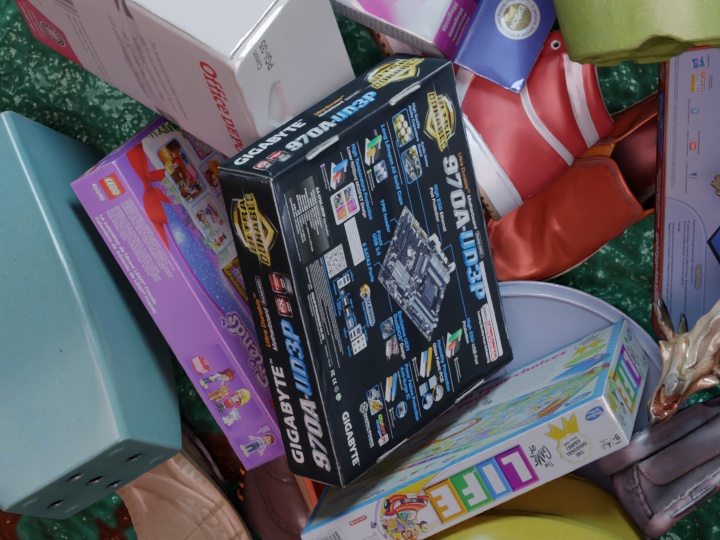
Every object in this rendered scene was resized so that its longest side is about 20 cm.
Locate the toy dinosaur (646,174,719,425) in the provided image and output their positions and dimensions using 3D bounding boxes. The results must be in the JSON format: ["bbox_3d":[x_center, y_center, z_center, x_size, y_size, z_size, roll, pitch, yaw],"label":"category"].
[{"bbox_3d":[0.247,0.018,1.675,0.199,0.086,0.136,-6,139,-29],"label":"toy dinosaur"}]

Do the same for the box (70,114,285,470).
[{"bbox_3d":[-0.077,0.001,1.711,0.039,0.137,0.200,-25,100,32],"label":"box"}]

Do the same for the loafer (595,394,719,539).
[{"bbox_3d":[0.234,0.096,1.705,0.199,0.072,0.063,-23,85,-19],"label":"loafer"}]

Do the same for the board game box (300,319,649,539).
[{"bbox_3d":[0.069,0.104,1.685,0.199,0.135,0.034,-26,102,18],"label":"board game box"}]

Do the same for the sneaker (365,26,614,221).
[{"bbox_3d":[0.070,-0.142,1.696,0.112,0.071,0.200,-33,88,2],"label":"sneaker"}]

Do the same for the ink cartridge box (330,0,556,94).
[{"bbox_3d":[0.043,-0.232,1.652,0.199,0.043,0.197,24,85,6],"label":"ink cartridge box"}]

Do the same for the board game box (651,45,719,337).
[{"bbox_3d":[0.223,-0.052,1.678,0.102,0.019,0.201,-7,125,-7],"label":"board game box"}]

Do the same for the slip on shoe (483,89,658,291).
[{"bbox_3d":[0.148,-0.052,1.713,0.200,0.061,0.074,-32,100,14],"label":"slip on shoe"}]

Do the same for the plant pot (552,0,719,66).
[{"bbox_3d":[0.162,-0.211,1.544,0.199,0.200,0.191,-7,89,8],"label":"plant pot"}]

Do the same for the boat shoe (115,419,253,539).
[{"bbox_3d":[-0.115,0.136,1.786,0.072,0.065,0.200,-35,95,19],"label":"boat shoe"}]

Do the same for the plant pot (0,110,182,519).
[{"bbox_3d":[-0.197,0.037,1.694,0.141,0.141,0.201,-31,73,12],"label":"plant pot"}]

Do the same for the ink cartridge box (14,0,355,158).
[{"bbox_3d":[-0.109,-0.153,1.632,0.200,0.147,0.083,32,73,24],"label":"ink cartridge box"}]

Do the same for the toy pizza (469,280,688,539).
[{"bbox_3d":[0.105,0.098,1.766,0.199,0.032,0.201,3,110,9],"label":"toy pizza"}]

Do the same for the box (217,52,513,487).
[{"bbox_3d":[0.006,-0.001,1.634,0.046,0.159,0.201,12,125,41],"label":"box"}]

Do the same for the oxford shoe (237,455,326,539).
[{"bbox_3d":[-0.054,0.120,1.776,0.072,0.071,0.201,-22,96,23],"label":"oxford shoe"}]

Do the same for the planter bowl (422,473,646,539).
[{"bbox_3d":[0.107,0.174,1.711,0.199,0.201,0.084,9,61,4],"label":"planter bowl"}]
